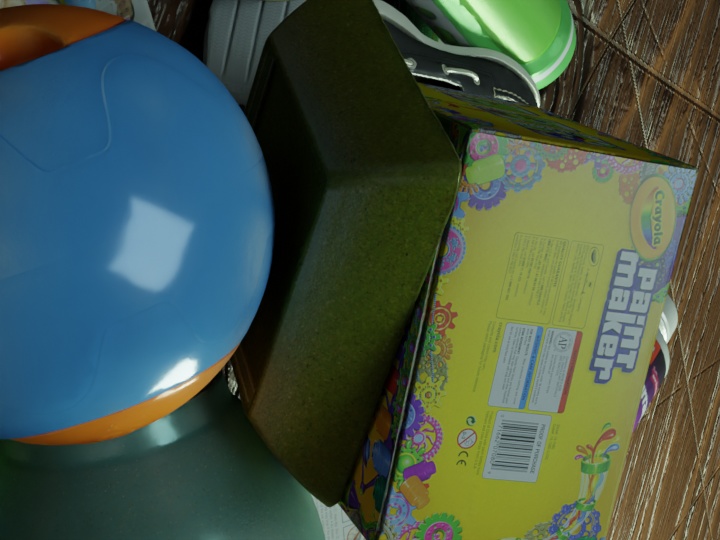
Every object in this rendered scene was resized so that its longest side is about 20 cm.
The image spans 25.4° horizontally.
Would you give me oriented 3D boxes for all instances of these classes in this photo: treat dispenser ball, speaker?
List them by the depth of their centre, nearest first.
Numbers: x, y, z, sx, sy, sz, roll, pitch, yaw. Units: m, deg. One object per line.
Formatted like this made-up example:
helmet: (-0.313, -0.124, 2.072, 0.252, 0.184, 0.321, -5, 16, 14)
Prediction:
treat dispenser ball: (-0.139, -0.021, 0.730, 0.201, 0.201, 0.201, -26, 122, -53)
speaker: (0.073, -0.194, 1.058, 0.200, 0.088, 0.089, 38, 67, -53)

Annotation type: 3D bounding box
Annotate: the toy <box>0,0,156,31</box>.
toy: (-0.130, -0.097, 0.870, 0.115, 0.047, 0.200, -51, 139, -37)

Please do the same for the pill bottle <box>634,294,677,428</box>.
pill bottle: (0.209, 0.094, 1.433, 0.200, 0.111, 0.111, -51, 140, -38)

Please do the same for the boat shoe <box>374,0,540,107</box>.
boat shoe: (0.048, -0.117, 1.044, 0.200, 0.074, 0.060, 22, 46, -43)

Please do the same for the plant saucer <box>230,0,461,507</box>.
plant saucer: (-0.029, -0.021, 0.790, 0.048, 0.200, 0.200, 6, 123, -21)

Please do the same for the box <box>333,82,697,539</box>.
box: (0.050, 0.016, 0.812, 0.122, 0.193, 0.200, 8, 103, -21)

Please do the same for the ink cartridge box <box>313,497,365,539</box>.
ink cartridge box: (-0.047, 0.162, 1.025, 0.200, 0.050, 0.162, -19, 118, -31)

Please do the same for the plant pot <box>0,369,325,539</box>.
plant pot: (-0.119, 0.122, 0.832, 0.200, 0.200, 0.134, -29, 114, -52)

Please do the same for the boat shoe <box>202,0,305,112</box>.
boat shoe: (-0.067, -0.106, 0.959, 0.071, 0.072, 0.200, 110, -4, -63)

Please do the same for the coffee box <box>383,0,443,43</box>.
coffee box: (0.065, -0.167, 1.172, 0.200, 0.044, 0.123, -21, 116, -54)
